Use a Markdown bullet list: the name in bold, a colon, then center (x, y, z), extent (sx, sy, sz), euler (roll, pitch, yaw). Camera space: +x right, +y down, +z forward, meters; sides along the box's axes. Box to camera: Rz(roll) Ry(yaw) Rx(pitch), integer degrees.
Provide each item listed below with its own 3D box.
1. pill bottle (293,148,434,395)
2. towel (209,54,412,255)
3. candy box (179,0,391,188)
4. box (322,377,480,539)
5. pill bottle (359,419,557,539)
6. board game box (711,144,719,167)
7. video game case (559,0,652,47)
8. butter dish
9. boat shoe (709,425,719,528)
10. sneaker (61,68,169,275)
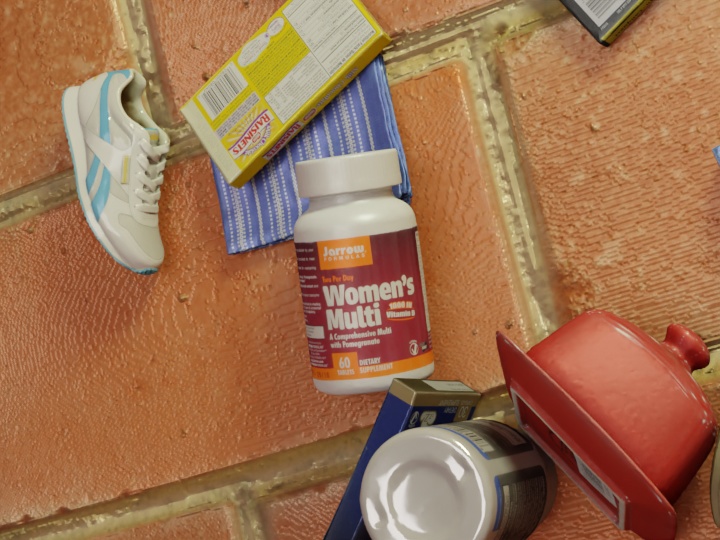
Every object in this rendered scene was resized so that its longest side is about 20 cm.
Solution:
- **pill bottle**: center (0.000, 0.000, 1.416), extent (0.109, 0.109, 0.202), euler (-5, 95, 24)
- **towel**: center (-0.052, -0.106, 1.505), extent (0.199, 0.024, 0.146), euler (-16, 81, 24)
- **candy box**: center (-0.071, -0.179, 1.500), extent (0.200, 0.026, 0.102), euler (-43, 64, 14)
- **box**: center (0.028, 0.189, 1.404), extent (0.032, 0.121, 0.201), euler (30, 101, 29)
- **pill bottle**: center (0.088, 0.180, 1.334), extent (0.113, 0.200, 0.115), euler (-1, 87, 24)
- **board game box**: center (0.409, -0.051, 1.278), extent (0.198, 0.043, 0.201), euler (-29, 77, 23)
- **video game case**: center (0.208, -0.325, 1.391), extent (0.181, 0.025, 0.200), euler (-45, 71, 17)
- **butter dish**: center (0.218, 0.103, 1.306), extent (0.148, 0.200, 0.200), euler (-41, 70, -7)
- **boat shoe**: center (0.320, 0.119, 1.280), extent (0.064, 0.071, 0.202), euler (14, 114, 21)
- **sneaker**: center (-0.223, -0.095, 1.556), extent (0.080, 0.076, 0.201), euler (-20, 82, 21)
